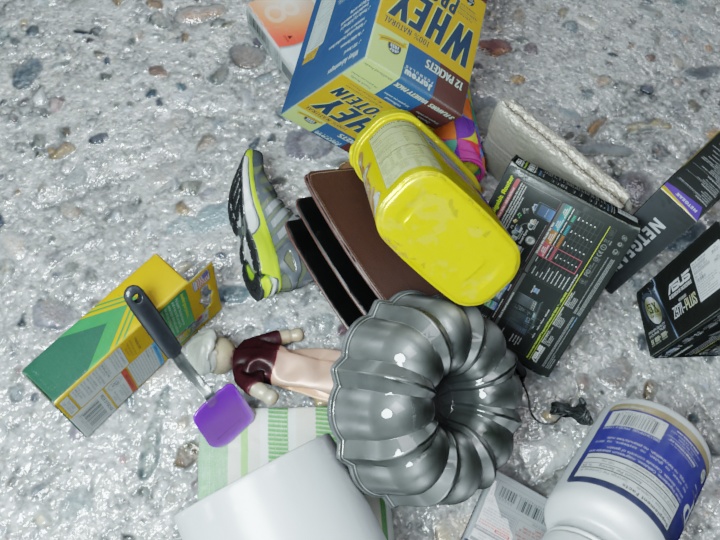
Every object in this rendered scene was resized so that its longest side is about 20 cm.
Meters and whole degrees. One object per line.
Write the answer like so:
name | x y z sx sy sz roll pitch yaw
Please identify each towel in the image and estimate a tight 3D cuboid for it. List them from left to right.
towel | -0.068 0.218 0.767 0.199 0.023 0.153 -2 64 -5
towel | 0.230 -0.114 0.895 0.034 0.133 0.200 -41 75 -17

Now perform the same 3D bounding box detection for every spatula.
spatula | -0.171 0.095 0.724 0.056 0.021 0.201 -41 115 -23

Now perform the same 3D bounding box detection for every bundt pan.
bundt pan | 0.072 0.116 0.660 0.201 0.076 0.203 3 84 -36

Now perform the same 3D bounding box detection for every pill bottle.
pill bottle | 0.249 0.231 0.715 0.120 0.120 0.200 39 53 13

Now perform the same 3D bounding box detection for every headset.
headset | 0.143 0.135 0.774 0.199 0.094 0.124 15 87 -24

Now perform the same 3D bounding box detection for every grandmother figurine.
grandmother figurine | -0.092 0.104 0.795 0.199 0.061 0.121 10 21 4

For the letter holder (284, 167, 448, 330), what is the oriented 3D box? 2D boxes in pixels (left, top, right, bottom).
letter holder | 0.000 0.000 0.786 0.201 0.100 0.142 56 31 11

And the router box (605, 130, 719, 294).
router box | 0.360 -0.072 0.850 0.157 0.200 0.052 -39 77 -22

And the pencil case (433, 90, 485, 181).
pencil case | 0.106 -0.199 0.953 0.088 0.089 0.201 -3 63 -7

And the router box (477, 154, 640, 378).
router box | 0.187 -0.003 0.810 0.149 0.201 0.062 29 23 7

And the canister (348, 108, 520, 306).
canister | 0.067 -0.066 0.708 0.148 0.200 0.087 40 106 -21

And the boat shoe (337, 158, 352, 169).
boat shoe | 0.058 -0.084 0.896 0.199 0.076 0.074 30 61 7

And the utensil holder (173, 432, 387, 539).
utensil holder | -0.052 0.269 0.645 0.169 0.170 0.201 -26 79 -17

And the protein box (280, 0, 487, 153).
protein box | 0.028 -0.268 0.876 0.134 0.198 0.201 24 70 -28

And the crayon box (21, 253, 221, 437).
crayon box | -0.236 0.068 0.763 0.052 0.126 0.200 39 66 13

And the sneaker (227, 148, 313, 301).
sneaker | -0.107 -0.056 0.876 0.080 0.074 0.201 -1 63 -27

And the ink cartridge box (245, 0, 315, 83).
ink cartridge box | -0.033 -0.336 1.020 0.199 0.050 0.163 -30 72 -15

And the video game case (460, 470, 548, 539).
video game case | 0.185 0.330 0.739 0.199 0.023 0.183 28 65 7

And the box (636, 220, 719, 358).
box | 0.429 0.024 0.811 0.163 0.200 0.087 -1 65 -6
